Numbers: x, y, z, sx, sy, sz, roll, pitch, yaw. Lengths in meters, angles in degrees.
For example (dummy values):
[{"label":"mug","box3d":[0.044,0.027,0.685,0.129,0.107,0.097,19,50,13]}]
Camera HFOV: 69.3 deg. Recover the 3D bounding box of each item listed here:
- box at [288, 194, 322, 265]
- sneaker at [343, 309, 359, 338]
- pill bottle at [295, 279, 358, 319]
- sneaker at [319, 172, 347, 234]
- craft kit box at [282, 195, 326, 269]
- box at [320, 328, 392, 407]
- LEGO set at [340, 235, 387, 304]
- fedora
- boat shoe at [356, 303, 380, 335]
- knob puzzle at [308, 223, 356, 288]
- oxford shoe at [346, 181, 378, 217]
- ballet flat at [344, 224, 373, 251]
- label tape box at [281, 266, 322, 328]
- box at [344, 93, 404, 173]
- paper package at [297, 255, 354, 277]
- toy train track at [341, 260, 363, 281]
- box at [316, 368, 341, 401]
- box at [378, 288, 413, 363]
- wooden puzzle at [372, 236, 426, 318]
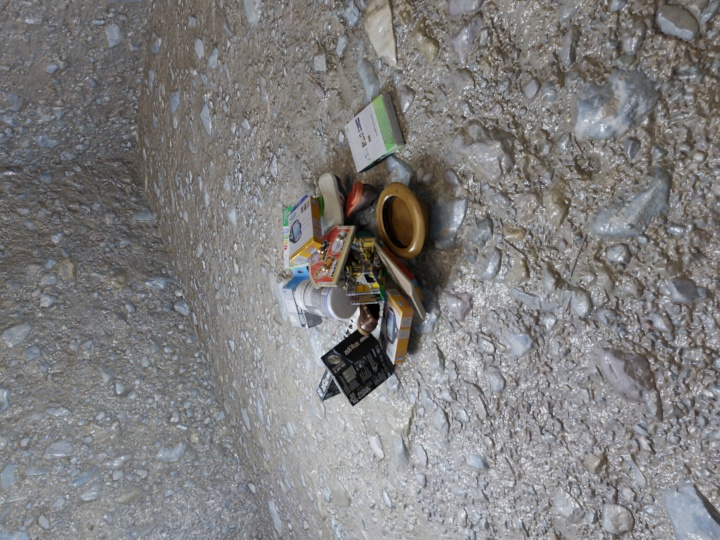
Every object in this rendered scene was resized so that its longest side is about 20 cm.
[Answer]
[{"label":"box","box3d":[-0.169,-0.130,1.575,0.119,0.041,0.202,-36,44,35]},{"label":"sneaker","box3d":[-0.016,0.185,1.678,0.072,0.072,0.203,35,127,46]},{"label":"pill bottle","box3d":[-0.105,0.081,1.561,0.199,0.113,0.116,4,105,51]},{"label":"sneaker","box3d":[-0.070,-0.194,1.583,0.074,0.084,0.203,-6,88,31]},{"label":"craft kit box","box3d":[-0.169,-0.116,1.655,0.196,0.048,0.203,-11,80,39]},{"label":"box","box3d":[-0.008,0.286,1.553,0.086,0.163,0.201,44,165,39]},{"label":"LEGO set","box3d":[-0.001,0.005,1.441,0.200,0.114,0.156,58,-150,-59]},{"label":"fedora","box3d":[0.122,-0.132,1.354,0.200,0.081,0.204,25,121,50]},{"label":"boat shoe","box3d":[0.030,0.103,1.535,0.071,0.070,0.201,-57,21,30]},{"label":"knob puzzle","box3d":[-0.102,-0.046,1.499,0.219,0.030,0.222,-33,44,40]},{"label":"oxford shoe","box3d":[0.001,-0.197,1.522,0.200,0.071,0.072,142,134,-74]},{"label":"ballet flat","box3d":[-0.013,-0.092,1.598,0.199,0.067,0.064,29,152,49]},{"label":"label tape box","box3d":[-0.206,0.087,1.752,0.143,0.065,0.203,-1,108,61]},{"label":"box","box3d":[0.035,-0.373,1.440,0.199,0.036,0.146,-21,84,57]},{"label":"paper package","box3d":[-0.112,0.003,1.726,0.200,0.102,0.192,49,139,33]},{"label":"toy train track","box3d":[0.000,0.000,1.569,0.200,0.114,0.033,-40,73,30]},{"label":"box","box3d":[-0.047,0.331,1.694,0.044,0.159,0.201,52,140,28]},{"label":"box","box3d":[0.098,0.169,1.496,0.119,0.041,0.202,-126,38,-55]},{"label":"wooden puzzle","box3d":[0.111,0.017,1.395,0.201,0.037,0.185,55,178,31]}]
